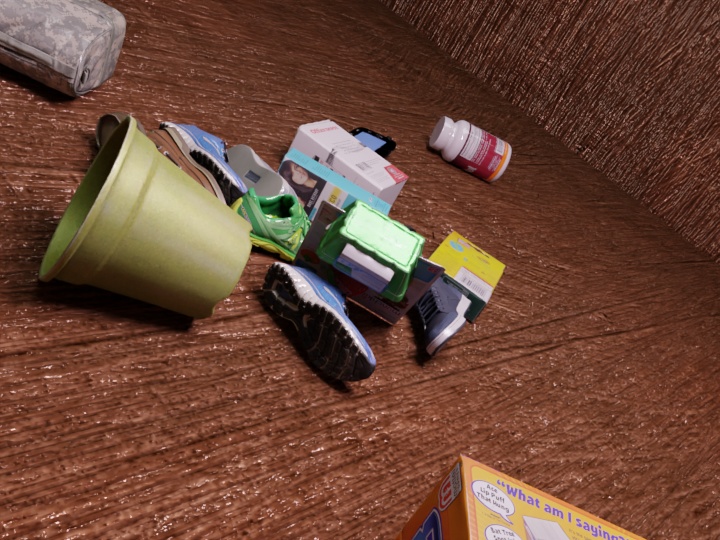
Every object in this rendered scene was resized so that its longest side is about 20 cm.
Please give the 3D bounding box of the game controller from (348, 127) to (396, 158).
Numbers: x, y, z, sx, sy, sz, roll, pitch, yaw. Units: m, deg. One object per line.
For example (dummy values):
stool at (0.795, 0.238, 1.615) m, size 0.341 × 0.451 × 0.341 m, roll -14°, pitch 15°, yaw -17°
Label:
game controller at (0.014, -0.283, 1.601) m, size 0.104 × 0.042 × 0.200 m, roll 34°, pitch 27°, yaw 4°

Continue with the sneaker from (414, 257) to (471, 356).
sneaker at (0.092, 0.043, 1.085) m, size 0.146 × 0.077 × 0.202 m, roll 44°, pitch 18°, yaw 0°

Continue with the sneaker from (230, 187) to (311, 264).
sneaker at (-0.103, -0.065, 1.065) m, size 0.199 × 0.084 × 0.074 m, roll 19°, pitch 29°, yaw -40°

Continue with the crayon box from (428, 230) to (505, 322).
crayon box at (0.186, 0.005, 1.288) m, size 0.126 × 0.051 × 0.200 m, roll 36°, pitch 28°, yaw 7°

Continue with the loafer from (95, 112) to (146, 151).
loafer at (-0.338, -0.161, 1.000) m, size 0.067 × 0.076 × 0.200 m, roll 9°, pitch 34°, yaw -47°

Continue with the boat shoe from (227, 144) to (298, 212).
boat shoe at (-0.166, -0.140, 1.158) m, size 0.201 × 0.070 × 0.072 m, roll 39°, pitch -7°, yaw 44°

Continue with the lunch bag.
lunch bag at (-0.494, -0.366, 1.110) m, size 0.198 × 0.140 × 0.168 m, roll 25°, pitch 27°, yaw -10°

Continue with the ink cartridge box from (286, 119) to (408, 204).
ink cartridge box at (-0.027, -0.193, 1.363) m, size 0.199 × 0.083 × 0.147 m, roll 38°, pitch 27°, yaw 11°

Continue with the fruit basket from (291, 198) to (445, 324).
fruit basket at (0.000, 0.000, 0.983) m, size 0.184 × 0.200 × 0.094 m, roll 31°, pitch 54°, yaw -4°

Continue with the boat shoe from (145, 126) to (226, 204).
boat shoe at (-0.266, -0.129, 1.040) m, size 0.068 × 0.072 × 0.200 m, roll -20°, pitch 56°, yaw -36°

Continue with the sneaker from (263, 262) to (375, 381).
sneaker at (-0.040, 0.059, 0.924) m, size 0.089 × 0.079 × 0.200 m, roll -5°, pitch 44°, yaw -46°

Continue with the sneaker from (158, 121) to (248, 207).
sneaker at (-0.233, -0.173, 1.115) m, size 0.089 × 0.079 × 0.200 m, roll -20°, pitch 56°, yaw -43°

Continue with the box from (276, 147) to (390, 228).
box at (-0.054, -0.121, 1.217) m, size 0.199 × 0.083 × 0.049 m, roll 30°, pitch 28°, yaw -3°

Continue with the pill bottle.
pill bottle at (0.286, -0.322, 1.866) m, size 0.198 × 0.114 × 0.113 m, roll 24°, pitch 28°, yaw -14°

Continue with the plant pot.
plant pot at (-0.232, -0.040, 0.814) m, size 0.183 × 0.201 × 0.201 m, roll 30°, pitch 24°, yaw -28°

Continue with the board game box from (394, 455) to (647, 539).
board game box at (0.116, 0.313, 0.544) m, size 0.198 × 0.201 × 0.200 m, roll 26°, pitch 28°, yaw -9°

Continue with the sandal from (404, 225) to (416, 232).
sandal at (0.037, -0.019, 1.158) m, size 0.045 × 0.076 × 0.199 m, roll 37°, pitch 35°, yaw 19°
